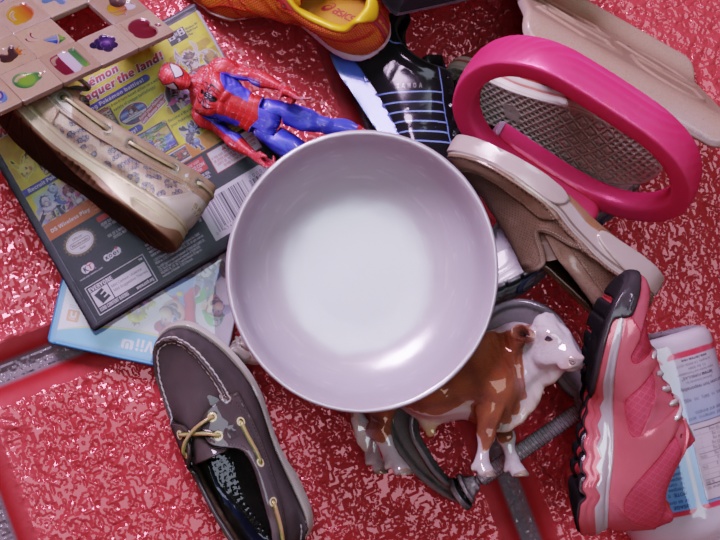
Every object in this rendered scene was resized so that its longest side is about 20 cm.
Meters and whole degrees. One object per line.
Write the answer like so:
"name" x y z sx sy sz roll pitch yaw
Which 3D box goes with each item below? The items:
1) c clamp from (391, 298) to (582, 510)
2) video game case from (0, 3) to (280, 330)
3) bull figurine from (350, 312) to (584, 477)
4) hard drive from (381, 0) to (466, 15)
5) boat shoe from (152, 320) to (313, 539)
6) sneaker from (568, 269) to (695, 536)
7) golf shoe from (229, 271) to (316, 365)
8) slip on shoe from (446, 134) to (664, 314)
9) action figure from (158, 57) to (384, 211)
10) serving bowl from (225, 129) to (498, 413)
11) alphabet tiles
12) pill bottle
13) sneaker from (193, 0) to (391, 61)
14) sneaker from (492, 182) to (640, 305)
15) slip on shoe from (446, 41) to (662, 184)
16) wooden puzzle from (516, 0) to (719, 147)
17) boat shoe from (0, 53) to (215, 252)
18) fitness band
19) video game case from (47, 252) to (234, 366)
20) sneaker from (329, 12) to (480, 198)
"c clamp" 0.120 0.118 0.981 0.198 0.027 0.173 -31 77 15
"video game case" -0.170 -0.083 0.977 0.198 0.025 0.182 -31 91 -11
"bull figurine" 0.078 0.096 0.955 0.197 0.065 0.124 -2 82 22
"hard drive" 0.071 -0.275 0.989 0.198 0.033 0.140 -19 60 -33
"boat shoe" -0.103 0.134 0.950 0.071 0.061 0.203 -28 96 24
"sneaker" 0.206 0.099 0.918 0.085 0.074 0.204 5 102 1
"golf shoe" -0.011 0.024 0.990 0.199 0.078 0.098 -39 98 -10
"slip on shoe" 0.141 -0.027 0.952 0.199 0.076 0.061 37 86 -11
"action figure" -0.064 -0.113 0.950 0.197 0.052 0.066 25 110 1
"serving bowl" 0.000 0.000 0.914 0.196 0.066 0.204 0 91 -5
"alphabet tiles" -0.266 -0.200 0.935 0.166 0.008 0.200 -32 60 -30
"pill bottle" 0.254 0.153 1.005 0.107 0.109 0.204 -12 87 -11
"sneaker" -0.065 -0.231 0.983 0.197 0.077 0.074 19 75 18
"sneaker" 0.146 -0.045 1.034 0.199 0.075 0.087 -40 80 -18
"slip on shoe" 0.161 -0.133 1.006 0.198 0.075 0.061 30 58 26
"wooden puzzle" 0.201 -0.166 1.004 0.183 0.201 0.047 27 114 -6
"boat shoe" -0.201 -0.096 0.928 0.199 0.073 0.063 40 72 -7
"fitness band" 0.163 -0.101 0.938 0.198 0.144 0.038 31 62 -2
"video game case" -0.159 -0.026 0.995 0.141 0.018 0.204 13 83 -9
"sneaker" 0.057 -0.118 1.001 0.077 0.070 0.201 -35 82 7
